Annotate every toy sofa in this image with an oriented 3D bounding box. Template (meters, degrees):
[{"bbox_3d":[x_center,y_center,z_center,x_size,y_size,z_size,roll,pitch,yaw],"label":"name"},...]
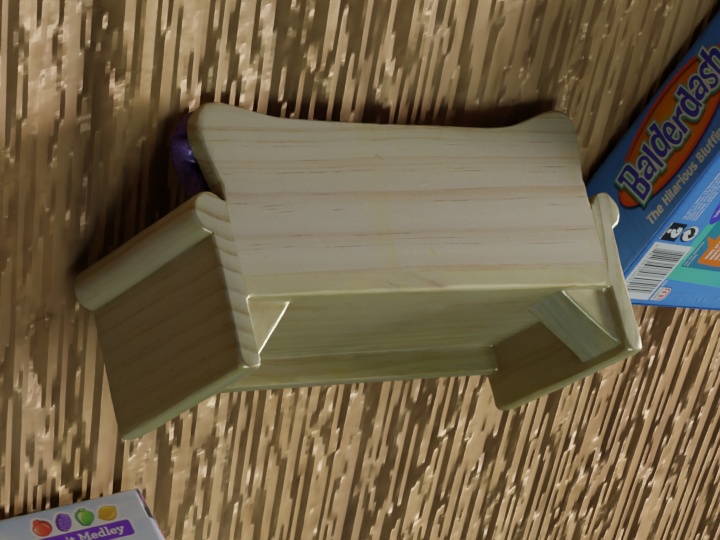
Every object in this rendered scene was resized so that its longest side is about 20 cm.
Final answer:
[{"bbox_3d":[0.000,0.000,0.962,0.199,0.098,0.083,-2,161,-39],"label":"toy sofa"}]

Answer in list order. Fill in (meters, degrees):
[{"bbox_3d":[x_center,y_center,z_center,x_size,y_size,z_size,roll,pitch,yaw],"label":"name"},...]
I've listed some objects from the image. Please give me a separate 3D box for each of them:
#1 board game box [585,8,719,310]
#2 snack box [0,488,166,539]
[{"bbox_3d":[0.194,-0.048,1.081,0.200,0.045,0.152,5,131,-44],"label":"board game box"},{"bbox_3d":[-0.180,0.167,1.037,0.199,0.053,0.142,-11,142,-29],"label":"snack box"}]
